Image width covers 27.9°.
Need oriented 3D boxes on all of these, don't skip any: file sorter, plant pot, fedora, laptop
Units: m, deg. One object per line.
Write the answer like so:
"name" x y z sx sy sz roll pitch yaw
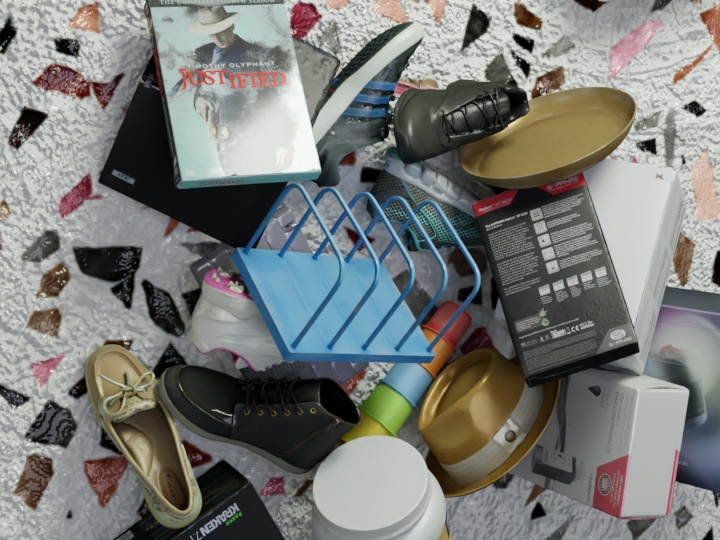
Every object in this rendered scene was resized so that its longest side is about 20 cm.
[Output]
"file sorter" 0.000 0.000 1.461 0.198 0.140 0.123 4 133 -41
"plant pot" 0.202 -0.139 1.558 0.199 0.200 0.028 -31 117 -17
"fedora" 0.124 0.150 1.571 0.082 0.200 0.201 43 80 -20
"laptop" -0.142 -0.154 1.476 0.176 0.103 0.202 25 62 -8

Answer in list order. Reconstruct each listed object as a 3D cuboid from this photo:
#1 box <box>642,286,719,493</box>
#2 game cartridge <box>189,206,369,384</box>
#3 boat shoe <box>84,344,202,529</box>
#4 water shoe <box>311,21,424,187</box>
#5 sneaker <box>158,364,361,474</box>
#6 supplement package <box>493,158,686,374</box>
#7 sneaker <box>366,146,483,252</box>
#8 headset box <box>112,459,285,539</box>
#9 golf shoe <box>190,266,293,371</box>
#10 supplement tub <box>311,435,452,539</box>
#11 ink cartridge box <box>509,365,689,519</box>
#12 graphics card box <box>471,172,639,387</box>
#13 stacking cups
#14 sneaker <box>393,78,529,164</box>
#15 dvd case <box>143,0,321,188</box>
"box" 0.367 0.128 1.657 0.122 0.199 0.202 -5 99 -41
"game cartridge" -0.087 0.050 1.547 0.129 0.038 0.202 -31 109 -13
"boat shoe" -0.213 0.159 1.452 0.073 0.063 0.201 -29 79 -17
"water shoe" 0.005 -0.175 1.536 0.200 0.071 0.079 -46 109 -1
"sneaker" -0.101 0.128 1.476 0.198 0.075 0.106 27 131 -26
"supplement package" 0.253 -0.012 1.586 0.111 0.154 0.202 45 60 -64
"sneaker" 0.088 -0.054 1.599 0.199 0.078 0.092 31 101 -21
"headset box" -0.152 0.338 1.526 0.173 0.093 0.202 -33 110 -16
"golf shoe" -0.086 0.066 1.502 0.198 0.075 0.092 21 103 -23
"supplement tub" 0.026 0.286 1.535 0.143 0.144 0.202 -29 135 -17
"ink cartridge box" 0.258 0.179 1.622 0.084 0.199 0.148 4 96 -34
"graphics card box" 0.202 0.007 1.505 0.124 0.051 0.202 -18 68 7
"stacking cups" 0.051 0.123 1.612 0.060 0.060 0.201 44 74 -23
"sneaker" 0.107 -0.165 1.532 0.199 0.090 0.077 -32 114 -47
"dvd case" -0.126 -0.179 1.421 0.144 0.022 0.203 -4 68 -21
